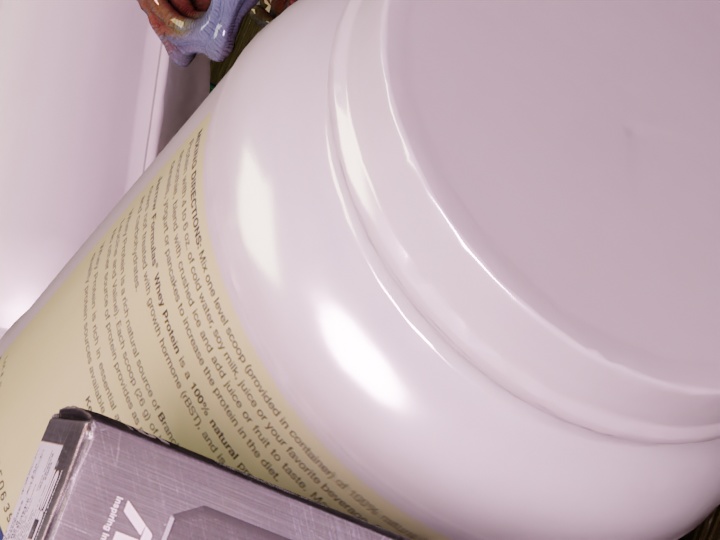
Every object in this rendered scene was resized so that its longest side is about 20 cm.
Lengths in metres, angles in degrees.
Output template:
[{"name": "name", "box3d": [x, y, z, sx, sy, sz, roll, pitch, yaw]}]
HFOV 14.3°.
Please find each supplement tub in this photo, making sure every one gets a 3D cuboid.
[{"name": "supplement tub", "box3d": [0.006, 0.021, 0.664, 0.200, 0.144, 0.146, -45, 25, 45]}]

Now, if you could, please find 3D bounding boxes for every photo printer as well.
[{"name": "photo printer", "box3d": [-0.087, -0.007, 0.869, 0.167, 0.069, 0.201, 95, 180, -56]}]

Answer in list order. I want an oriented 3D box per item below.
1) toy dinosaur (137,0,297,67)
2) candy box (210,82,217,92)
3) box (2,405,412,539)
[{"name": "toy dinosaur", "box3d": [0.031, -0.100, 0.783, 0.181, 0.105, 0.201, -21, 64, 41]}, {"name": "candy box", "box3d": [-0.108, 0.002, 1.083, 0.077, 0.199, 0.169, -82, 19, -49]}, {"name": "box", "box3d": [-0.021, 0.147, 0.556, 0.201, 0.158, 0.048, -70, 15, -7]}]
